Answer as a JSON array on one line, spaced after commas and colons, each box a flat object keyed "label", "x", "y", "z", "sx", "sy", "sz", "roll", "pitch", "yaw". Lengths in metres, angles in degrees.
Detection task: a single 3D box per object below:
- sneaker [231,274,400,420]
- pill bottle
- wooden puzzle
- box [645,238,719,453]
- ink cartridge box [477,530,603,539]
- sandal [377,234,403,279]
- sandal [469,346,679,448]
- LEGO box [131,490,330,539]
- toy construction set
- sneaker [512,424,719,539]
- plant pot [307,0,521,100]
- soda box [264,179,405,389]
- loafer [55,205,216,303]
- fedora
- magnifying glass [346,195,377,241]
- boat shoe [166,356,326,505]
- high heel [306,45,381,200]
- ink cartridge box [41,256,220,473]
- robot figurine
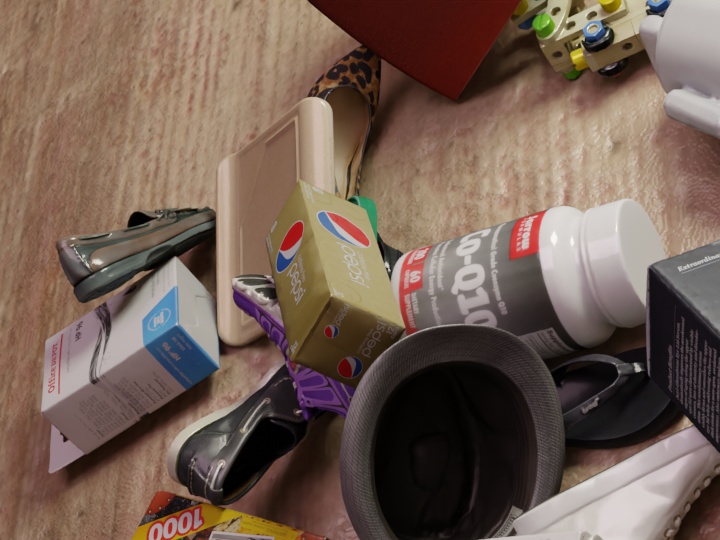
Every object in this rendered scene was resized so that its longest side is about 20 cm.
[{"label": "sneaker", "x": -0.042, "y": 0.072, "z": 1.486, "sx": 0.200, "sy": 0.080, "sz": 0.084, "roll": 42, "pitch": 116, "yaw": 33}, {"label": "pill bottle", "x": 0.134, "y": 0.015, "z": 1.447, "sx": 0.199, "sy": 0.114, "sz": 0.114, "roll": -17, "pitch": 48, "yaw": 28}, {"label": "wooden puzzle", "x": -0.072, "y": -0.039, "z": 1.636, "sx": 0.200, "sy": 0.037, "sz": 0.186, "roll": -24, "pitch": 64, "yaw": 58}, {"label": "box", "x": 0.304, "y": 0.063, "z": 1.235, "sx": 0.147, "sy": 0.105, "sz": 0.200, "roll": -18, "pitch": 38, "yaw": -15}, {"label": "ink cartridge box", "x": 0.096, "y": 0.251, "z": 1.263, "sx": 0.199, "sy": 0.146, "sz": 0.085, "roll": -11, "pitch": 53, "yaw": 34}, {"label": "sandal", "x": 0.005, "y": -0.001, "z": 1.613, "sx": 0.075, "sy": 0.048, "sz": 0.200, "roll": -45, "pitch": 40, "yaw": -1}, {"label": "sandal", "x": 0.161, "y": 0.100, "z": 1.409, "sx": 0.200, "sy": 0.043, "sz": 0.076, "roll": -16, "pitch": 49, "yaw": 29}, {"label": "LEGO box", "x": -0.110, "y": 0.274, "z": 1.464, "sx": 0.200, "sy": 0.077, "sz": 0.149, "roll": 7, "pitch": 62, "yaw": 42}, {"label": "toy construction set", "x": 0.225, "y": -0.243, "z": 1.607, "sx": 0.200, "sy": 0.092, "sz": 0.131, "roll": -35, "pitch": 41, "yaw": 28}, {"label": "sneaker", "x": 0.215, "y": 0.168, "z": 1.310, "sx": 0.200, "sy": 0.073, "sz": 0.085, "roll": -30, "pitch": 78, "yaw": 5}, {"label": "plant pot", "x": 0.051, "y": -0.310, "z": 1.666, "sx": 0.200, "sy": 0.176, "sz": 0.200, "roll": 123, "pitch": 160, "yaw": -53}, {"label": "soda box", "x": -0.023, "y": 0.009, "z": 1.428, "sx": 0.064, "sy": 0.068, "sz": 0.200, "roll": -58, "pitch": 22, "yaw": 20}, {"label": "loafer", "x": -0.204, "y": -0.033, "z": 1.720, "sx": 0.072, "sy": 0.063, "sz": 0.200, "roll": -35, "pitch": -3, "yaw": 38}, {"label": "fedora", "x": 0.060, "y": 0.135, "z": 1.385, "sx": 0.176, "sy": 0.201, "sz": 0.090, "roll": -8, "pitch": 7, "yaw": -16}, {"label": "magnifying glass", "x": 0.000, "y": 0.000, "z": 1.515, "sx": 0.200, "sy": 0.022, "sz": 0.080, "roll": -111, "pitch": 38, "yaw": -63}, {"label": "boat shoe", "x": -0.065, "y": 0.126, "z": 1.525, "sx": 0.200, "sy": 0.072, "sz": 0.068, "roll": -35, "pitch": 38, "yaw": -29}, {"label": "high heel", "x": -0.006, "y": -0.123, "z": 1.679, "sx": 0.201, "sy": 0.071, "sz": 0.142, "roll": -64, "pitch": 25, "yaw": -8}, {"label": "ink cartridge box", "x": -0.231, "y": 0.089, "z": 1.707, "sx": 0.200, "sy": 0.068, "sz": 0.116, "roll": -33, "pitch": 31, "yaw": 14}, {"label": "robot figurine", "x": 0.315, "y": -0.170, "z": 1.449, "sx": 0.170, "sy": 0.113, "sz": 0.200, "roll": -47, "pitch": 40, "yaw": -15}]
